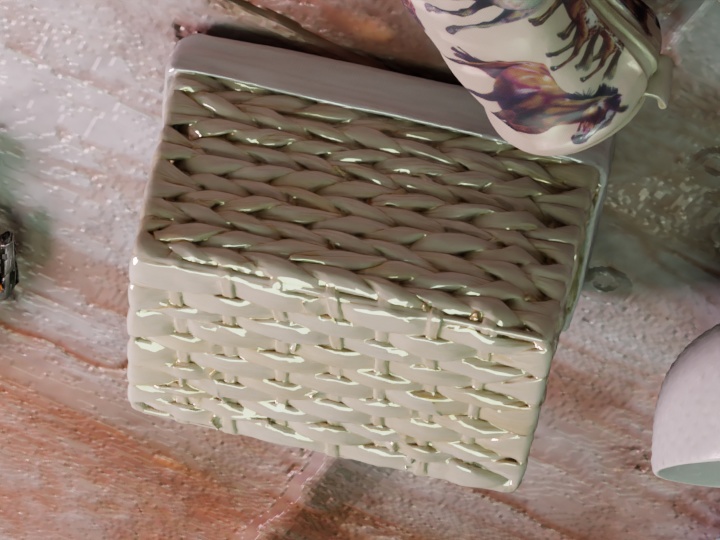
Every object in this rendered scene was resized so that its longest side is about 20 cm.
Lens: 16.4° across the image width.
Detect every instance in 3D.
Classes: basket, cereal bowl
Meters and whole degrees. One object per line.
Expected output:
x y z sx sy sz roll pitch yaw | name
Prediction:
0.000 0.000 1.089 0.198 0.124 0.136 11 142 3 | basket
0.226 0.049 1.080 0.198 0.084 0.200 1 170 0 | cereal bowl

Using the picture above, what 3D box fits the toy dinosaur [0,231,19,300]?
-0.235 0.018 1.219 0.135 0.102 0.201 1 120 -9 | toy dinosaur

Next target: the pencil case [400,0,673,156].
0.045 -0.132 0.950 0.089 0.078 0.200 5 144 44 | pencil case

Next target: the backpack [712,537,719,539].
0.250 0.198 1.253 0.199 0.154 0.164 22 150 11 | backpack
